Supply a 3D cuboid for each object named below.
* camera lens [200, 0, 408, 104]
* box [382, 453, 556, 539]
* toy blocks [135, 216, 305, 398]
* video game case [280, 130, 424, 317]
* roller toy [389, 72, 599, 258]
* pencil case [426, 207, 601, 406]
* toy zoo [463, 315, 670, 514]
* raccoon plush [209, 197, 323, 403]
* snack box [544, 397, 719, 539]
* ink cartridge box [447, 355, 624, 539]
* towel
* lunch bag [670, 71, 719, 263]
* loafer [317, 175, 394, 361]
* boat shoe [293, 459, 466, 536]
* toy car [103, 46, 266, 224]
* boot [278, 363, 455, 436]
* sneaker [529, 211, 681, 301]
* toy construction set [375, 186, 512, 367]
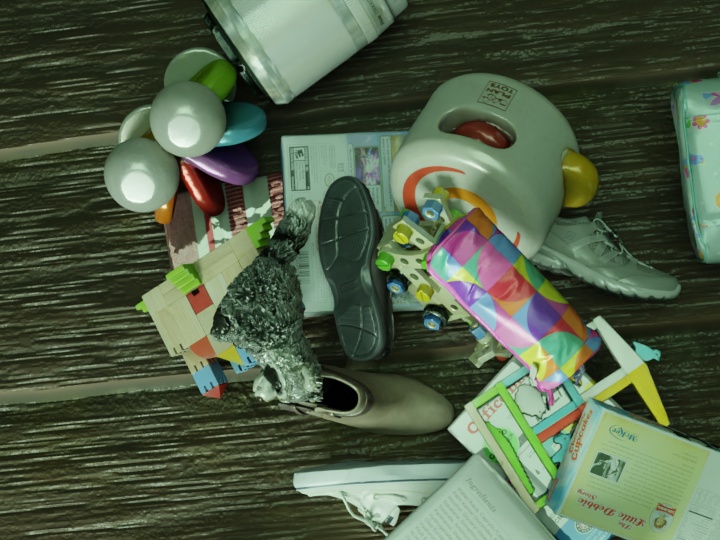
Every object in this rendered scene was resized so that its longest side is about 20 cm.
[{"bbox_3d":[-0.067,-0.297,1.679,0.199,0.160,0.161,-35,82,1],"label":"camera lens"},{"bbox_3d":[0.121,0.321,1.521,0.171,0.199,0.200,-40,78,-6],"label":"box"},{"bbox_3d":[-0.142,0.050,1.646,0.199,0.100,0.138,-32,82,20],"label":"toy blocks"},{"bbox_3d":[0.004,-0.053,1.690,0.178,0.045,0.203,-3,84,-5],"label":"video game case"},{"bbox_3d":[0.136,-0.111,1.597,0.182,0.199,0.140,45,55,-20],"label":"roller toy"},{"bbox_3d":[0.150,0.032,1.481,0.088,0.088,0.200,-43,90,1],"label":"pencil case"},{"bbox_3d":[0.221,0.138,1.526,0.199,0.020,0.132,-32,81,0],"label":"toy zoo"},{"bbox_3d":[-0.063,0.039,1.538,0.133,0.097,0.202,30,94,12],"label":"raccoon plush"},{"bbox_3d":[0.293,0.215,1.499,0.198,0.037,0.117,22,96,-18],"label":"snack box"},{"bbox_3d":[0.212,0.187,1.606,0.200,0.146,0.147,43,90,9],"label":"ink cartridge box"},{"bbox_3d":[-0.125,-0.034,1.730,0.197,0.023,0.146,-10,81,4],"label":"towel"},{"bbox_3d":[0.382,-0.110,1.615,0.076,0.160,0.203,-7,89,10],"label":"lunch bag"},{"bbox_3d":[0.000,0.000,1.640,0.071,0.063,0.203,-12,80,26],"label":"loafer"},{"bbox_3d":[0.026,0.256,1.663,0.199,0.075,0.087,-1,88,-4],"label":"boat shoe"},{"bbox_3d":[-0.184,-0.137,1.670,0.149,0.176,0.200,38,111,-16],"label":"toy car"},{"bbox_3d":[0.002,0.141,1.634,0.197,0.146,0.071,7,85,7],"label":"boot"},{"bbox_3d":[0.262,-0.023,1.657,0.198,0.075,0.083,22,89,9],"label":"sneaker"},{"bbox_3d":[0.092,0.010,1.588,0.092,0.130,0.201,-46,108,-37],"label":"toy construction set"}]
